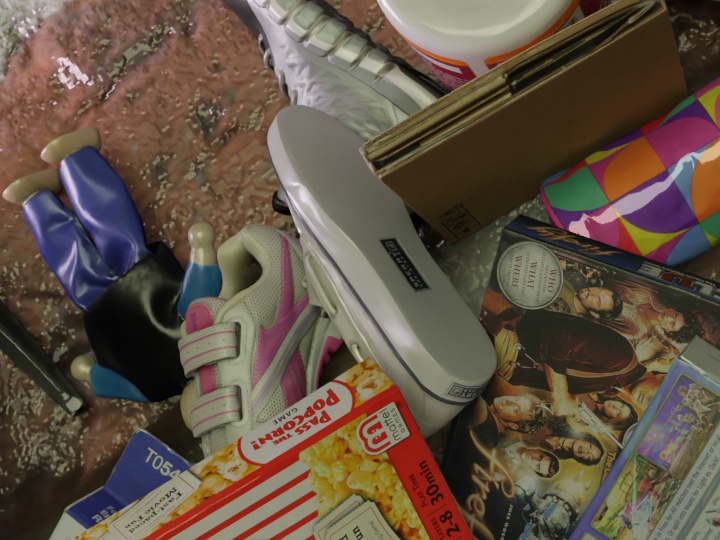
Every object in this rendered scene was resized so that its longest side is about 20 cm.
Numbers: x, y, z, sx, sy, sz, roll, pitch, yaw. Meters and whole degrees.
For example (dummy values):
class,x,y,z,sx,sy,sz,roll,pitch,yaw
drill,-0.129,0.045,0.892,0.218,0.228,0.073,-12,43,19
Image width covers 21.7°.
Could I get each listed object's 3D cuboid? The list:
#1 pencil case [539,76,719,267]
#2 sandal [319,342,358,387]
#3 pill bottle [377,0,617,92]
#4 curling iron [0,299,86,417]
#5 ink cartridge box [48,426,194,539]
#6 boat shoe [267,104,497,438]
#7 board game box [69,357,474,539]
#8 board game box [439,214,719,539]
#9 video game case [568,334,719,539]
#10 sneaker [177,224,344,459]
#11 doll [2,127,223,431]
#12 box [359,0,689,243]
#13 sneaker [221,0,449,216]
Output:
class,x,y,z,sx,sy,sz,roll,pitch,yaw
pencil case,0.197,-0.062,1.028,0.199,0.088,0.089,-30,75,6
sandal,-0.029,0.126,1.067,0.080,0.054,0.201,28,89,17
pill bottle,0.079,-0.145,1.007,0.112,0.200,0.114,-2,80,14
curling iron,-0.231,0.011,1.148,0.050,0.026,0.200,-47,71,28
ink cartridge box,-0.107,0.225,1.057,0.196,0.043,0.201,34,105,18
boat shoe,0.000,0.000,1.018,0.200,0.072,0.066,55,128,21
board game box,-0.043,0.160,0.962,0.200,0.046,0.152,-31,118,-8
board game box,0.118,0.086,1.005,0.135,0.035,0.201,19,111,17
video game case,0.195,0.163,0.951,0.181,0.045,0.201,32,114,10
sneaker,-0.066,0.060,1.033,0.081,0.088,0.201,-30,37,45
doll,-0.130,0.013,1.110,0.136,0.048,0.200,-41,75,27
box,0.095,-0.077,0.992,0.163,0.200,0.021,-30,76,7
sneaker,-0.036,-0.095,1.097,0.200,0.075,0.116,38,101,22
